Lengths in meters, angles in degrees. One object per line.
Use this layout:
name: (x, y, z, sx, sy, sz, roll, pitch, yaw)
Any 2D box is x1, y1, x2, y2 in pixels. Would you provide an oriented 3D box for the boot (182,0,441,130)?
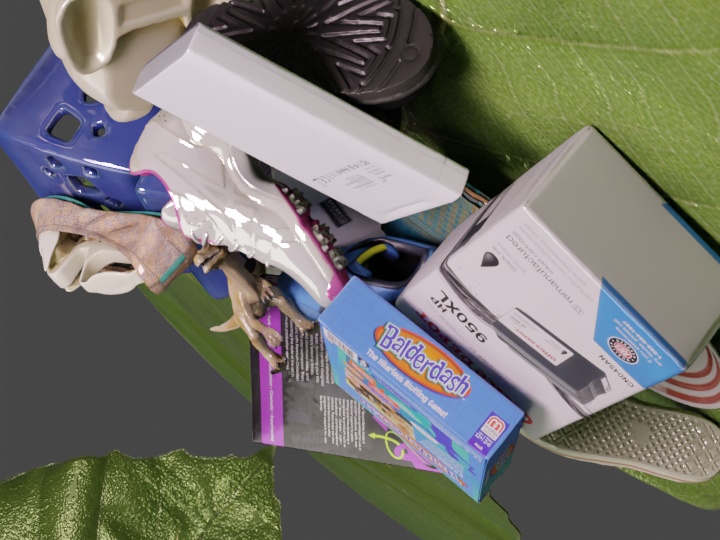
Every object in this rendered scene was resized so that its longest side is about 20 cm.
boot: (-0.007, -0.123, 1.110, 0.210, 0.080, 0.158, 10, 162, 37)

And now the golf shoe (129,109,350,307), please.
golf shoe: (-0.088, -0.040, 1.177, 0.200, 0.091, 0.075, 50, -175, 10)

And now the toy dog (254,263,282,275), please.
toy dog: (-0.034, -0.029, 1.434, 0.131, 0.097, 0.200, 24, -164, -4)

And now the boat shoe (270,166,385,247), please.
boat shoe: (-0.023, -0.055, 1.309, 0.200, 0.072, 0.066, 50, -163, -47)

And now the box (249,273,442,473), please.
box: (0.001, 0.084, 1.320, 0.198, 0.145, 0.036, 7, -164, 26)

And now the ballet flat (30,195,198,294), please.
ballet flat: (-0.208, -0.016, 1.252, 0.199, 0.068, 0.068, 6, 149, 47)

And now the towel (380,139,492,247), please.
towel: (0.103, -0.004, 1.191, 0.199, 0.022, 0.147, 37, 158, 9)

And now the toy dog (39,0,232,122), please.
toy dog: (-0.186, -0.227, 1.162, 0.201, 0.139, 0.195, 56, 163, 27)

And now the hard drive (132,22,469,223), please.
hard drive: (-0.042, -0.092, 1.058, 0.199, 0.027, 0.132, 26, 165, -19)

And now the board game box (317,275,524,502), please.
board game box: (0.044, 0.091, 1.171, 0.152, 0.045, 0.200, 39, 169, 12)

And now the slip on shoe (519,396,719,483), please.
slip on shoe: (0.195, 0.122, 1.300, 0.198, 0.075, 0.061, 18, 171, 3)

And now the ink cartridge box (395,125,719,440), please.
ink cartridge box: (0.131, 0.016, 1.060, 0.145, 0.084, 0.200, 44, 151, -3)

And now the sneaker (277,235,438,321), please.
sneaker: (0.000, 0.000, 1.228, 0.199, 0.066, 0.078, 4, 150, 44)

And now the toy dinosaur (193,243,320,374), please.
toy dinosaur: (-0.083, 0.026, 1.265, 0.101, 0.058, 0.200, 45, 167, 15)

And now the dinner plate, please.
dinner plate: (0.192, 0.028, 1.179, 0.200, 0.024, 0.200, 38, 167, 10)

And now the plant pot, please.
plant pot: (-0.147, -0.108, 1.325, 0.179, 0.201, 0.200, 23, 160, 30)
